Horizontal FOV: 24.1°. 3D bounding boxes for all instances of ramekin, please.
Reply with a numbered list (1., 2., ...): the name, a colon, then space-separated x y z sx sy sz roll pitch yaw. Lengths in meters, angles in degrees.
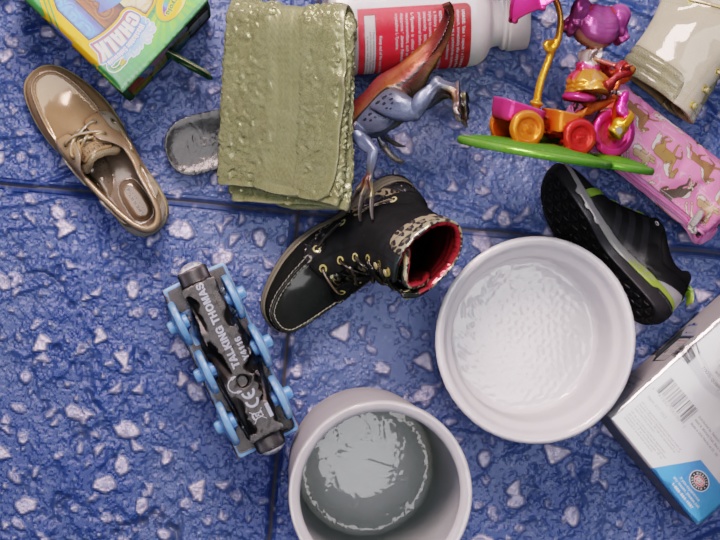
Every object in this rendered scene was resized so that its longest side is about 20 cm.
1. ramekin: 0.167 0.067 1.682 0.198 0.098 0.203 0 91 -5

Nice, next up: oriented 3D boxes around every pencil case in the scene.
1. pencil case: 0.292 -0.114 1.695 0.199 0.087 0.083 38 101 -3

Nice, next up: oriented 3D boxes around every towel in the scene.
1. towel: -0.070 -0.159 1.618 0.147 0.036 0.203 8 105 24

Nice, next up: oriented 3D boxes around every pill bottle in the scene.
1. pill bottle: 0.064 -0.254 1.659 0.197 0.112 0.114 -4 92 -4

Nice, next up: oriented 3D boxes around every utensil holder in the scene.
1. utensil holder: 0.011 0.201 1.622 0.168 0.200 0.172 0 91 -5

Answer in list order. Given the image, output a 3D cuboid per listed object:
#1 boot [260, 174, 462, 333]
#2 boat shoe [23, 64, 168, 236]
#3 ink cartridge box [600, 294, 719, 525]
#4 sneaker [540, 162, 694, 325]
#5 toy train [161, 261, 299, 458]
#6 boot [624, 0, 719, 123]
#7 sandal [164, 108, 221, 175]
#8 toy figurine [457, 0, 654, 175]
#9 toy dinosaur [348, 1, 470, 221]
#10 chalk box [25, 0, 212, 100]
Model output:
1. boot: 0.000 -0.002 1.635 0.203 0.154 0.074 -43 117 -4
2. boat shoe: -0.258 -0.122 1.659 0.071 0.065 0.200 -40 94 -3
3. ink cartridge box: 0.360 0.133 1.705 0.200 0.086 0.147 -41 95 -4
4. sneaker: 0.263 -0.035 1.715 0.083 0.072 0.201 -40 95 -27
5. toy train: -0.128 0.085 1.650 0.086 0.114 0.202 -26 93 -6
6. boot: 0.376 -0.214 1.706 0.199 0.072 0.156 30 88 0
7. sandal: -0.099 -0.146 1.680 0.199 0.048 0.076 -24 93 -4
8. toy figurine: 0.202 -0.195 1.588 0.198 0.150 0.186 8 96 -17
9. toy dinosaur: 0.015 -0.156 1.645 0.179 0.105 0.203 -3 101 12
10. chalk box: -0.225 -0.247 1.629 0.200 0.125 0.124 45 88 -3
